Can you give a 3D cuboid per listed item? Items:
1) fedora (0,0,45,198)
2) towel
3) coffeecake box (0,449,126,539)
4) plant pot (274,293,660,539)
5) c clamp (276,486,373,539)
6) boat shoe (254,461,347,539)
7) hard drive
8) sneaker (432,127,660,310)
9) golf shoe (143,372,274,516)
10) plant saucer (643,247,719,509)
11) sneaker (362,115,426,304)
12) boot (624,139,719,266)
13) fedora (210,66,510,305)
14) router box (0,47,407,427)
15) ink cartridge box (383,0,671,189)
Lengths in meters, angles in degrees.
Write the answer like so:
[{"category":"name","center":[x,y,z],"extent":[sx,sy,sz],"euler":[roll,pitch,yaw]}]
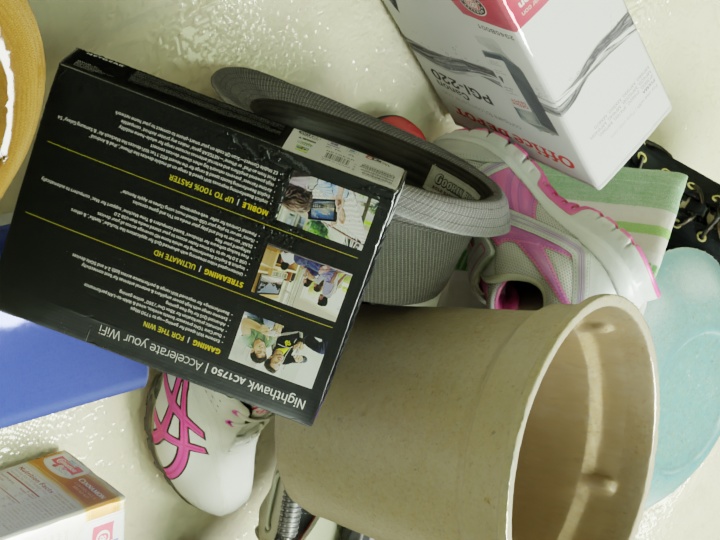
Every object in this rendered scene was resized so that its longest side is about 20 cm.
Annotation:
[{"category":"fedora","center":[-0.258,-0.092,1.149],"extent":[0.200,0.082,0.201],"euler":[-28,135,-32]},{"category":"towel","center":[0.122,0.016,1.478],"extent":[0.023,0.152,0.201],"euler":[56,48,-50]},{"category":"coffeecake box","center":[-0.244,0.214,1.339],"extent":[0.199,0.073,0.154],"euler":[-16,122,-38]},{"category":"plant pot","center":[0.056,0.100,1.333],"extent":[0.200,0.183,0.202],"euler":[-24,119,-55]},{"category":"c clamp","center":[-0.028,0.118,1.406],"extent":[0.171,0.027,0.201],"euler":[-7,105,-58]},{"category":"boat shoe","center":[-0.037,0.165,1.476],"extent":[0.071,0.062,0.201],"euler":[32,70,-52]},{"category":"hard drive","center":[-0.210,0.031,1.305],"extent":[0.199,0.025,0.133],"euler":[-15,122,-38]},{"category":"sneaker","center":[0.099,-0.020,1.446],"extent":[0.088,0.200,0.081],"euler":[-43,141,-10]},{"category":"golf shoe","center":[-0.090,0.082,1.402],"extent":[0.072,0.092,0.201],"euler":[-28,131,-31]},{"category":"plant saucer","center":[0.214,0.085,1.529],"extent":[0.200,0.039,0.202],"euler":[-23,123,-41]},{"category":"sneaker","center":[0.000,0.000,1.437],"extent":[0.071,0.098,0.201],"euler":[32,90,-50]},{"category":"boot","center":[0.230,-0.050,1.583],"extent":[0.203,0.153,0.074],"euler":[38,79,-49]},{"category":"fedora","center":[-0.012,-0.040,1.334],"extent":[0.199,0.177,0.091],"euler":[21,105,-6]},{"category":"router box","center":[-0.092,-0.018,1.232],"extent":[0.051,0.199,0.150],"euler":[-66,177,-72]},{"category":"ink cartridge box","center":[0.094,-0.160,1.401],"extent":[0.085,0.145,0.200],"euler":[-49,136,-13]}]
